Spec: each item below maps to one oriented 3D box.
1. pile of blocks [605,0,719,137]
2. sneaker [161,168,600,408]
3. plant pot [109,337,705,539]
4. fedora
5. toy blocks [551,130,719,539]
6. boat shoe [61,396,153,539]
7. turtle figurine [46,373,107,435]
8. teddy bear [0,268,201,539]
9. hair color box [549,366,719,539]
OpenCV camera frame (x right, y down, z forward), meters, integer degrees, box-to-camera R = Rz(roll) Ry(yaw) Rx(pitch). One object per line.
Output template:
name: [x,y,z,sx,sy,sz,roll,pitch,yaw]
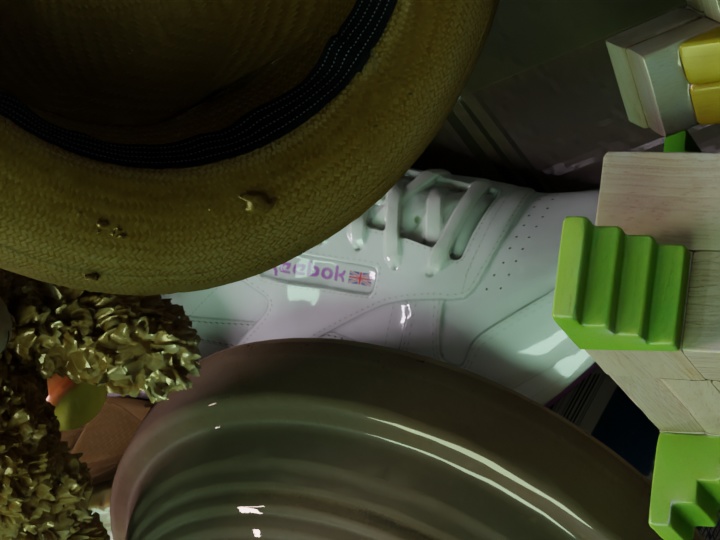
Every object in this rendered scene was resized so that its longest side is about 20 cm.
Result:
pile of blocks: [0.145,-0.073,0.653,0.200,0.082,0.062,-9,113,24]
sneaker: [0.000,0.000,0.826,0.200,0.075,0.100,-11,123,37]
plant pot: [0.006,0.121,0.822,0.201,0.093,0.201,18,142,15]
fedora: [-0.062,-0.093,0.692,0.201,0.201,0.082,59,168,-26]
toy blocks: [0.144,0.020,0.717,0.137,0.100,0.200,2,162,22]
boat shoe: [-0.064,0.086,0.945,0.200,0.074,0.069,-5,120,33]
turtle figurine: [-0.117,-0.007,0.856,0.161,0.064,0.200,50,163,33]
teddy bear: [-0.115,0.048,0.755,0.145,0.067,0.200,1,132,-23]
hair color box: [0.080,0.117,0.897,0.100,0.061,0.200,3,129,30]
